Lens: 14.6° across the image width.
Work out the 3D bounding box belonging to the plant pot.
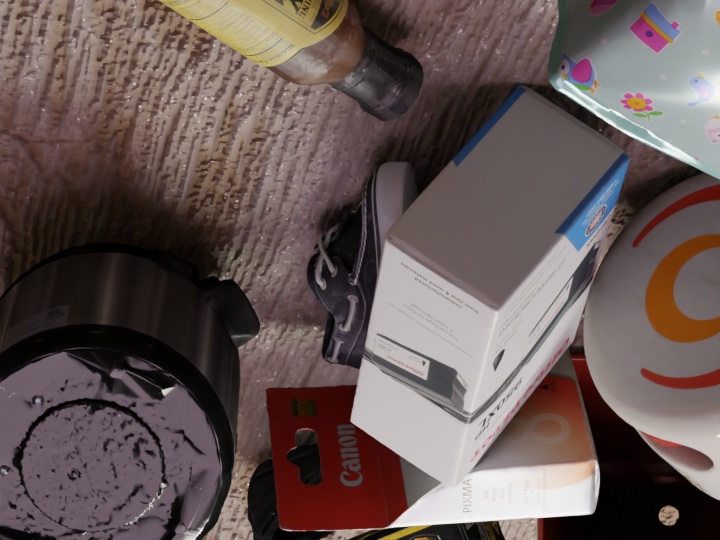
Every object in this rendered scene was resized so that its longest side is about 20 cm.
[{"bbox_3d":[0.218,0.181,1.916,0.198,0.201,0.176,0,158,3],"label":"plant pot"}]

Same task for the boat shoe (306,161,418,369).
[{"bbox_3d":[0.000,0.000,1.748,0.067,0.072,0.200,6,150,2],"label":"boat shoe"}]

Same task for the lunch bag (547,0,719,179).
[{"bbox_3d":[0.226,-0.128,1.494,0.199,0.123,0.170,29,137,-27],"label":"lunch bag"}]

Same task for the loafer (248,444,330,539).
[{"bbox_3d":[-0.001,0.145,1.949,0.068,0.071,0.200,28,139,-35],"label":"loafer"}]

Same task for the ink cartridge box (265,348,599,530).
[{"bbox_3d":[0.042,0.096,1.789,0.198,0.163,0.050,-1,122,-5],"label":"ink cartridge box"}]

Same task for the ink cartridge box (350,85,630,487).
[{"bbox_3d":[0.074,0.013,1.672,0.084,0.145,0.200,33,148,15],"label":"ink cartridge box"}]

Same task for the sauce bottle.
[{"bbox_3d":[-0.046,-0.143,1.533,0.065,0.065,0.200,-26,140,35],"label":"sauce bottle"}]

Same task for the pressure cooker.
[{"bbox_3d":[-0.158,0.078,1.762,0.175,0.200,0.180,13,112,-7],"label":"pressure cooker"}]

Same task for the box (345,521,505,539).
[{"bbox_3d":[0.013,0.205,1.951,0.159,0.050,0.200,-21,177,8],"label":"box"}]

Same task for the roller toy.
[{"bbox_3d":[0.237,0.044,1.695,0.199,0.183,0.140,-18,142,27],"label":"roller toy"}]
